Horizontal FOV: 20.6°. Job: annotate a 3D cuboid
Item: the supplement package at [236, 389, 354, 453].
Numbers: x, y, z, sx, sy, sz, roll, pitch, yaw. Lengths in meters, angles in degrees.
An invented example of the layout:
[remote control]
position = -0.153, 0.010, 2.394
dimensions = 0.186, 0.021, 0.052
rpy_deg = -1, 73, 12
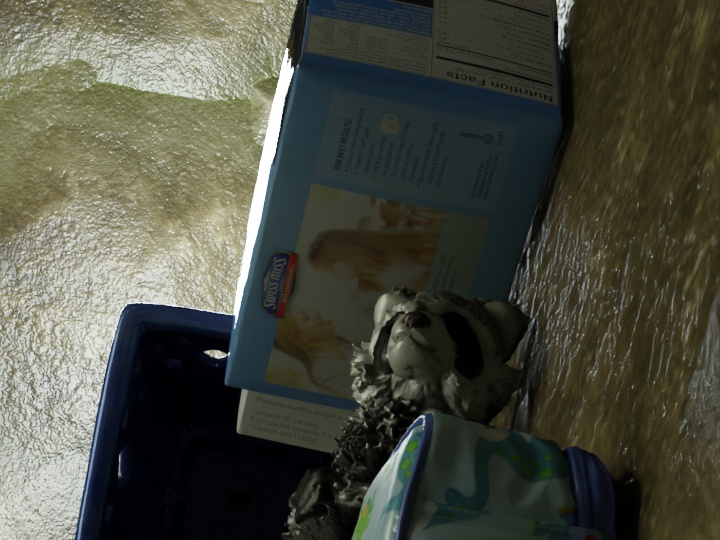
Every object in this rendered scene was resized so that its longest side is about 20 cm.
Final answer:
[supplement package]
position = 0.000, 0.000, 1.212
dimensions = 0.110, 0.113, 0.201
rpy_deg = -86, 8, -67

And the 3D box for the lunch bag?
[lunch bag]
position = 0.027, 0.160, 0.675
dimensions = 0.161, 0.082, 0.201
rpy_deg = 112, 168, -62

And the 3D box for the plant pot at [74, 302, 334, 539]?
[plant pot]
position = -0.080, 0.152, 1.366
dimensions = 0.180, 0.199, 0.201
rpy_deg = 96, -177, -73

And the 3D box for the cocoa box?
[cocoa box]
position = 0.015, -0.041, 1.005
dimensions = 0.131, 0.133, 0.201
rpy_deg = -86, 9, -54

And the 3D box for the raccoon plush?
[raccoon plush]
position = 0.020, 0.099, 0.918
dimensions = 0.200, 0.096, 0.134
rpy_deg = 106, -179, -48
